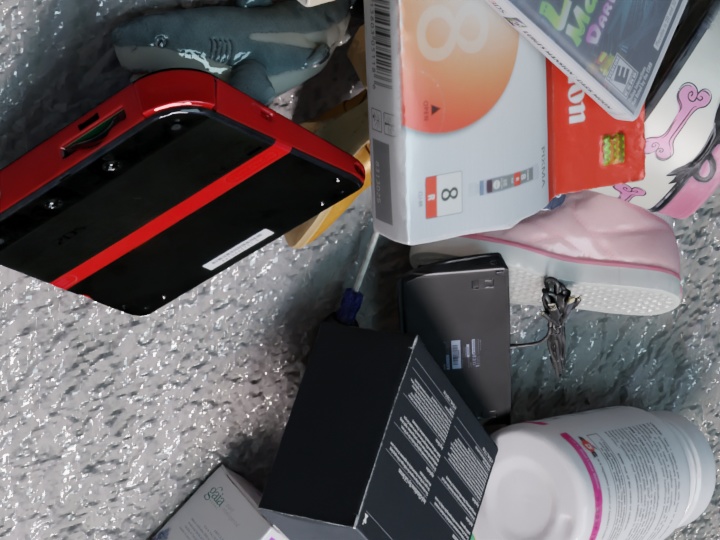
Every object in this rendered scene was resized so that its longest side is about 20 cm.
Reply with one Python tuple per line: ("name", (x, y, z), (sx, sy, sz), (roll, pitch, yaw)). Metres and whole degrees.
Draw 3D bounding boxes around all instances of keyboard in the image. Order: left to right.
("keyboard", (0.092, 0.051, 1.614), (0.127, 0.021, 0.200), (-4, 144, 1))

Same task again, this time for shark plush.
("shark plush", (-0.051, -0.153, 1.388), (0.200, 0.091, 0.083), (-29, 103, -11))

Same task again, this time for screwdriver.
("screwdriver", (0.000, 0.000, 1.556), (0.029, 0.028, 0.200), (-32, 146, -57))

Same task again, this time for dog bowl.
("dog bowl", (0.232, -0.122, 1.532), (0.200, 0.074, 0.200), (-58, 180, 1))

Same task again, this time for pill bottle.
("pill bottle", (0.180, 0.163, 1.733), (0.200, 0.113, 0.113), (-5, 123, -50))

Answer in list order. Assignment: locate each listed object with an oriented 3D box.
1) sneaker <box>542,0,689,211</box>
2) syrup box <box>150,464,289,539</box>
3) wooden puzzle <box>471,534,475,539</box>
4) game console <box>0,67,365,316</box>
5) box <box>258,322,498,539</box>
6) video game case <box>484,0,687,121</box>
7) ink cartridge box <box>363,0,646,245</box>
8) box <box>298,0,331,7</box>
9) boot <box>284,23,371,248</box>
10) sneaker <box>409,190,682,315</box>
("sneaker", (0.143, -0.116, 1.555), (0.200, 0.070, 0.109), (-30, 129, -8))
("syrup box", (-0.125, 0.243, 1.599), (0.200, 0.079, 0.081), (-46, 136, -1))
("wooden puzzle", (0.079, 0.231, 1.777), (0.185, 0.037, 0.200), (-49, 136, 2))
("game console", (-0.122, -0.044, 1.372), (0.200, 0.031, 0.177), (-29, 148, 29))
("box", (0.017, 0.143, 1.572), (0.200, 0.079, 0.141), (55, 47, -56))
("video game case", (0.151, -0.218, 1.363), (0.182, 0.023, 0.200), (35, 75, -44))
("ink cartridge box", (0.099, -0.109, 1.372), (0.200, 0.050, 0.162), (-10, 108, -24))
("box", (0.031, -0.232, 1.372), (0.200, 0.095, 0.078), (-17, 130, -26))
("boot", (0.040, -0.084, 1.460), (0.144, 0.071, 0.201), (1, 140, -28))
("sneaker", (0.132, -0.033, 1.615), (0.200, 0.105, 0.075), (8, 160, -13))
